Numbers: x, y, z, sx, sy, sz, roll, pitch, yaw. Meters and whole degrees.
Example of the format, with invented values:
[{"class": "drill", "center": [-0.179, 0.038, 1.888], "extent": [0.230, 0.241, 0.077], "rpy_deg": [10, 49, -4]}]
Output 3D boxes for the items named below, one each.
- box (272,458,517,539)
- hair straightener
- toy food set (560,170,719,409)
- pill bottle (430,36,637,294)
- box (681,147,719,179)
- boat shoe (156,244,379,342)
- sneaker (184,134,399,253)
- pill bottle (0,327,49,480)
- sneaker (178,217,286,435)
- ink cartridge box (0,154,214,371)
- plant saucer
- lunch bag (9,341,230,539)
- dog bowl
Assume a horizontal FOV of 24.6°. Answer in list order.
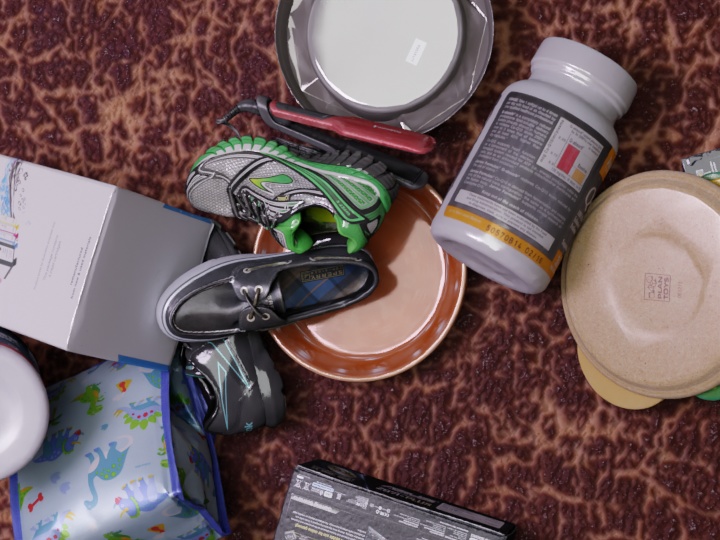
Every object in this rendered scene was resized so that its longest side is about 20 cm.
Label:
[{"class": "box", "center": [0.020, 0.276, 1.453], "extent": [0.198, 0.086, 0.165], "rpy_deg": [16, 91, 12]}, {"class": "hair straightener", "center": [-0.034, -0.102, 1.457], "extent": [0.198, 0.041, 0.078], "rpy_deg": [13, 120, 9]}, {"class": "toy food set", "center": [0.263, 0.015, 1.404], "extent": [0.197, 0.049, 0.202], "rpy_deg": [-14, 84, 33]}, {"class": "pill bottle", "center": [0.152, -0.091, 1.420], "extent": [0.116, 0.116, 0.201], "rpy_deg": [28, 83, 11]}, {"class": "box", "center": [0.377, -0.019, 1.415], "extent": [0.159, 0.044, 0.202], "rpy_deg": [-16, 85, 11]}, {"class": "boat shoe", "center": [-0.079, 0.018, 1.432], "extent": [0.198, 0.057, 0.069], "rpy_deg": [-16, 107, -11]}, {"class": "sneaker", "center": [-0.071, -0.063, 1.437], "extent": [0.198, 0.078, 0.086], "rpy_deg": [6, 51, 28]}, {"class": "pill bottle", "center": [-0.337, 0.107, 1.437], "extent": [0.118, 0.200, 0.121], "rpy_deg": [-2, 97, -15]}, {"class": "sneaker", "center": [-0.128, 0.052, 1.488], "extent": [0.079, 0.075, 0.202], "rpy_deg": [-16, 84, -14]}, {"class": "ink cartridge box", "center": [-0.266, -0.012, 1.463], "extent": [0.199, 0.147, 0.146], "rpy_deg": [16, 89, 33]}, {"class": "plant saucer", "center": [0.000, 0.000, 1.497], "extent": [0.198, 0.032, 0.202], "rpy_deg": [-1, 87, 12]}, {"class": "lunch bag", "center": [-0.223, 0.168, 1.491], "extent": [0.169, 0.128, 0.201], "rpy_deg": [-23, 54, 9]}, {"class": "dog bowl", "center": [0.025, -0.212, 1.486], "extent": [0.198, 0.059, 0.202], "rpy_deg": [0, 89, 12]}]
